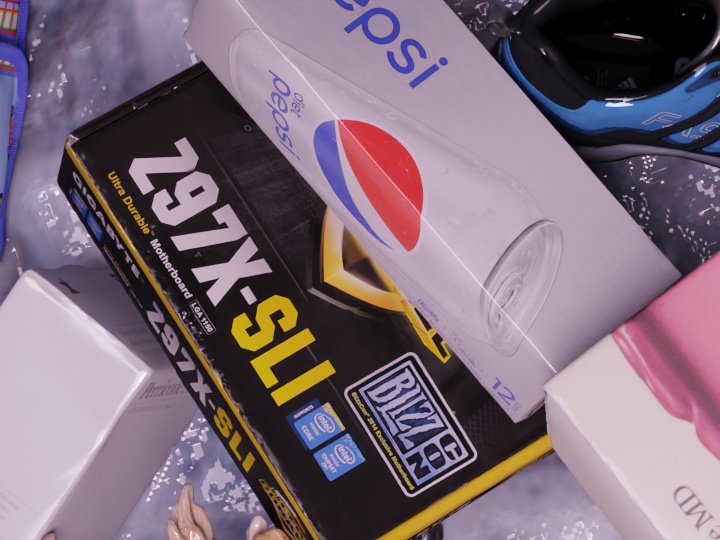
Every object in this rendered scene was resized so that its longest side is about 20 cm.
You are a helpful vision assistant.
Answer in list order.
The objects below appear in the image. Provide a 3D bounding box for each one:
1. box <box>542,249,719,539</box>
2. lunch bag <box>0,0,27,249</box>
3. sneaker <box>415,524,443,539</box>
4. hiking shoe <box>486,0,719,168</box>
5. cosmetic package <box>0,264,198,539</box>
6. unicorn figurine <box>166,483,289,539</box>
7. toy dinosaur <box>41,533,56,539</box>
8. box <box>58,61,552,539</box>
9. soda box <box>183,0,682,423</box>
[{"bbox_3d":[0.180,0.040,0.988,0.200,0.109,0.128,-37,76,-4],"label":"box"},{"bbox_3d":[-0.199,-0.084,1.130,0.094,0.151,0.201,-2,89,18],"label":"lunch bag"},{"bbox_3d":[-0.028,0.151,1.132,0.088,0.077,0.200,12,90,28],"label":"sneaker"},{"bbox_3d":[0.146,-0.074,1.046,0.199,0.087,0.075,-4,76,-2],"label":"hiking shoe"},{"bbox_3d":[-0.147,0.098,1.148,0.074,0.102,0.200,38,101,13],"label":"cosmetic package"},{"bbox_3d":[-0.028,0.187,1.041,0.074,0.138,0.200,-5,52,-5],"label":"unicorn figurine"},{"bbox_3d":[-0.141,0.209,1.113,0.135,0.086,0.200,-4,114,18],"label":"toy dinosaur"},{"bbox_3d":[0.000,0.000,1.084,0.160,0.049,0.200,-30,80,-17],"label":"box"},{"bbox_3d":[0.025,-0.044,1.035,0.068,0.063,0.200,-38,83,-22],"label":"soda box"}]
